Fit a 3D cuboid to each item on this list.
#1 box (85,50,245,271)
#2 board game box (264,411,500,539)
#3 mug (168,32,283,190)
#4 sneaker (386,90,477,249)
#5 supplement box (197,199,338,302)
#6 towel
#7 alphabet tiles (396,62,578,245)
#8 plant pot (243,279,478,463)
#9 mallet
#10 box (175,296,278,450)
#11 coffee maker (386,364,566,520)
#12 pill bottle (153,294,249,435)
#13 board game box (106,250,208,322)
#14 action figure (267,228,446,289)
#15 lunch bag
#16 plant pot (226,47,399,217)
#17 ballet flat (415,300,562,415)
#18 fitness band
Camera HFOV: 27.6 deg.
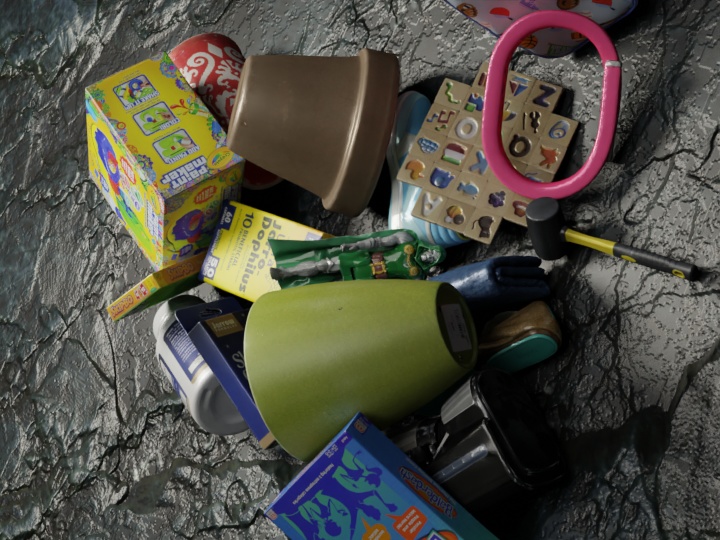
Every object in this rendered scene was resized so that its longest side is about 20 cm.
[{"bbox_3d":[-0.251,-0.132,1.880,0.193,0.122,0.200,52,156,20],"label":"box"},{"bbox_3d":[0.023,0.261,1.478,0.200,0.045,0.152,42,122,0],"label":"board game box"},{"bbox_3d":[-0.162,-0.193,1.949,0.133,0.178,0.200,-32,51,-13],"label":"mug"},{"bbox_3d":[0.097,-0.116,1.677,0.130,0.079,0.201,-10,79,44],"label":"sneaker"},{"bbox_3d":[-0.088,-0.005,1.797,0.200,0.109,0.109,19,90,46],"label":"supplement box"},{"bbox_3d":[0.099,0.029,1.598,0.199,0.111,0.049,-20,75,41],"label":"towel"},{"bbox_3d":[0.140,-0.131,1.619,0.166,0.006,0.201,21,76,21],"label":"alphabet tiles"},{"bbox_3d":[0.013,0.083,1.517,0.199,0.187,0.188,-19,63,26],"label":"plant pot"},{"bbox_3d":[0.253,-0.031,1.503,0.199,0.066,0.041,14,52,43],"label":"mallet"},{"bbox_3d":[-0.125,0.111,1.736,0.032,0.121,0.200,-46,73,31],"label":"box"},{"bbox_3d":[0.111,0.226,1.529,0.200,0.135,0.192,-35,95,32],"label":"coffee maker"},{"bbox_3d":[-0.193,0.111,1.853,0.111,0.111,0.200,-59,37,12],"label":"pill bottle"},{"bbox_3d":[-0.229,0.010,1.877,0.095,0.200,0.030,-34,83,34],"label":"board game box"},{"bbox_3d":[0.000,0.000,1.654,0.199,0.055,0.119,-14,98,10],"label":"action figure"},{"bbox_3d":[0.194,-0.312,1.560,0.160,0.199,0.076,-35,44,47],"label":"lunch bag"},{"bbox_3d":[-0.062,-0.178,1.730,0.200,0.174,0.201,-167,90,-81],"label":"plant pot"},{"bbox_3d":[0.133,0.090,1.589,0.200,0.068,0.073,-34,35,32],"label":"ballet flat"},{"bbox_3d":[0.202,-0.174,1.552,0.143,0.037,0.201,8,100,12],"label":"fitness band"}]
